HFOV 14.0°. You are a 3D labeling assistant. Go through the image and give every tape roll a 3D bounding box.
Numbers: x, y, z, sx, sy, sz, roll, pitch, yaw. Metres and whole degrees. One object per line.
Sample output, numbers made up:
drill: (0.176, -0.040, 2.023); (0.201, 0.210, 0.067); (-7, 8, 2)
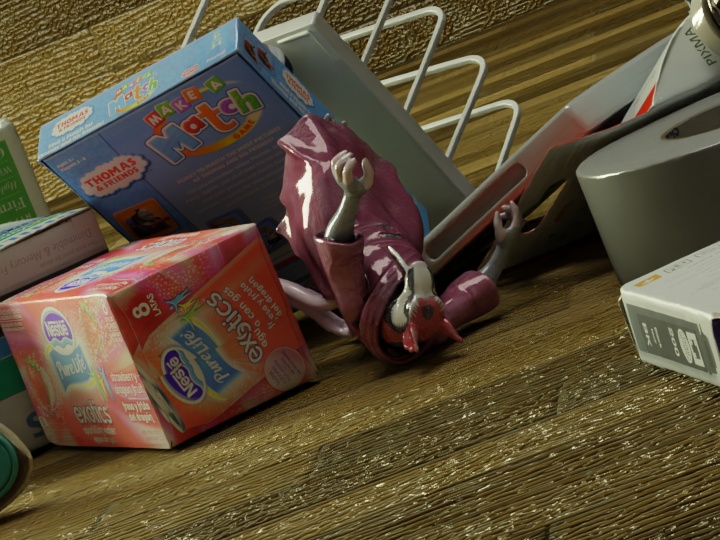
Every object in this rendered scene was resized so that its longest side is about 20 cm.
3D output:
tape roll: (0.215, -0.058, 1.511); (0.200, 0.066, 0.200); (-22, 7, 3)

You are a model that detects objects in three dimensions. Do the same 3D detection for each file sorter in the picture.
file sorter: (-0.006, -0.117, 1.922); (0.139, 0.200, 0.125); (-16, 39, 39)

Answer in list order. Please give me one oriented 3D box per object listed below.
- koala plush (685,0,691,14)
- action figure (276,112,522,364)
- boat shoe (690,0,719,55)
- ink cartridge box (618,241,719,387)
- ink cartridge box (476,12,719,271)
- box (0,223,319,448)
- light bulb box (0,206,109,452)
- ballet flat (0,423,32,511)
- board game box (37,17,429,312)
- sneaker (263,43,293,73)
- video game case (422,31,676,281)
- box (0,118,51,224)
koala plush: (0.308, -0.163, 1.772); (0.177, 0.184, 0.200); (-12, 24, -23)
action figure: (0.000, 0.000, 1.584); (0.149, 0.134, 0.200); (-56, 28, 18)
boat shoe: (0.284, -0.140, 1.616); (0.200, 0.072, 0.060); (9, -30, -18)
ink cartridge box: (0.222, -0.008, 1.215); (0.198, 0.043, 0.200); (-23, 5, -6)
ink cartridge box: (0.154, -0.080, 1.673); (0.200, 0.047, 0.160); (-24, -19, -26)
box: (-0.121, 0.040, 1.669); (0.103, 0.095, 0.200); (-26, 8, -23)
light bulb box: (-0.257, 0.057, 1.828); (0.198, 0.125, 0.200); (-25, 7, -22)
ballet flat: (-0.265, 0.125, 1.608); (0.200, 0.067, 0.062); (-20, -2, 14)
board game box: (-0.075, -0.051, 1.790); (0.151, 0.200, 0.037); (-27, 42, 24)
sneaker: (-0.047, -0.056, 1.862); (0.108, 0.200, 0.070); (11, 41, -13)
video game case: (0.110, -0.063, 1.772); (0.182, 0.024, 0.200); (-44, -5, 32)
box: (-0.367, -0.009, 2.433); (0.199, 0.171, 0.200); (-25, 9, -18)
